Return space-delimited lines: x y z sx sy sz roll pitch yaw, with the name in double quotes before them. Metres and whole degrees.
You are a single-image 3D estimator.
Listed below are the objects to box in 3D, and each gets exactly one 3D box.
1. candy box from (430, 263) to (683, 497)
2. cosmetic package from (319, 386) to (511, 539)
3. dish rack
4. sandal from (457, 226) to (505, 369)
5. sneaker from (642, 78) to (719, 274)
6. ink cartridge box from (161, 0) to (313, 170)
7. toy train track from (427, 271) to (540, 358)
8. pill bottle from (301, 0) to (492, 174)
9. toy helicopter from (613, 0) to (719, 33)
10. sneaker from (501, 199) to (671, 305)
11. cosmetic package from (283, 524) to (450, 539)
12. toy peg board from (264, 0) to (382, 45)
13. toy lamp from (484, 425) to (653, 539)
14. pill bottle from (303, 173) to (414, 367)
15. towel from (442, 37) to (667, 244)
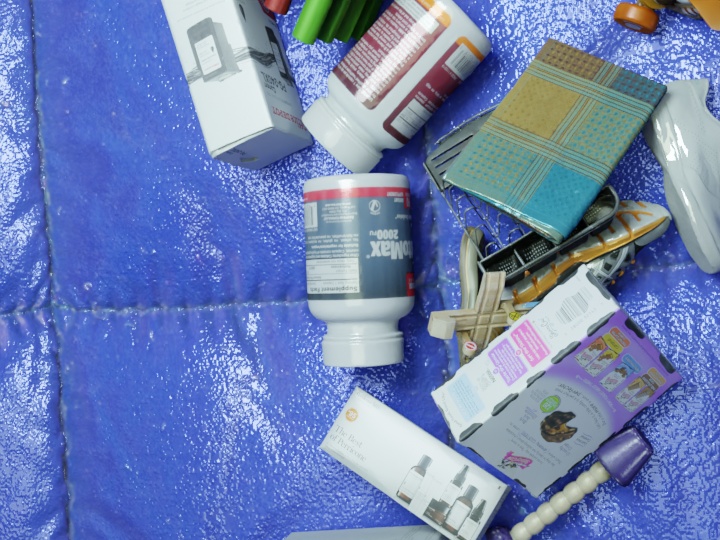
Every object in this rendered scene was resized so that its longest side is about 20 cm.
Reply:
"candy box" 0.198 0.116 0.983 0.200 0.168 0.072 -41 43 10
"cosmetic package" 0.059 0.215 1.075 0.199 0.051 0.083 31 83 20
"dish rack" 0.158 -0.091 1.026 0.152 0.055 0.201 -30 62 2
"sandal" 0.133 0.054 1.062 0.053 0.080 0.203 2 87 8
"sneaker" 0.353 -0.101 1.000 0.088 0.075 0.202 -17 85 4
"ink cartridge box" -0.135 -0.225 1.096 0.083 0.145 0.202 -19 85 14
"toy train track" 0.167 0.052 0.984 0.198 0.033 0.116 -5 132 -15
"pill bottle" 0.036 -0.206 1.064 0.200 0.114 0.114 -46 79 11
"toy helicopter" 0.345 -0.267 0.964 0.198 0.132 0.080 23 96 14
"sneaker" 0.239 -0.003 1.035 0.199 0.078 0.078 -32 113 8
"cosmetic package" -0.001 0.335 1.082 0.198 0.113 0.082 -9 88 17
"toy peg board" -0.066 -0.325 1.058 0.198 0.200 0.098 33 114 13
"toy lamp" 0.222 0.238 1.045 0.200 0.058 0.058 -40 80 14
"pill bottle" 0.000 0.000 1.073 0.118 0.119 0.203 -3 91 16
"towel" 0.196 -0.135 0.994 0.146 0.022 0.201 31 76 27
